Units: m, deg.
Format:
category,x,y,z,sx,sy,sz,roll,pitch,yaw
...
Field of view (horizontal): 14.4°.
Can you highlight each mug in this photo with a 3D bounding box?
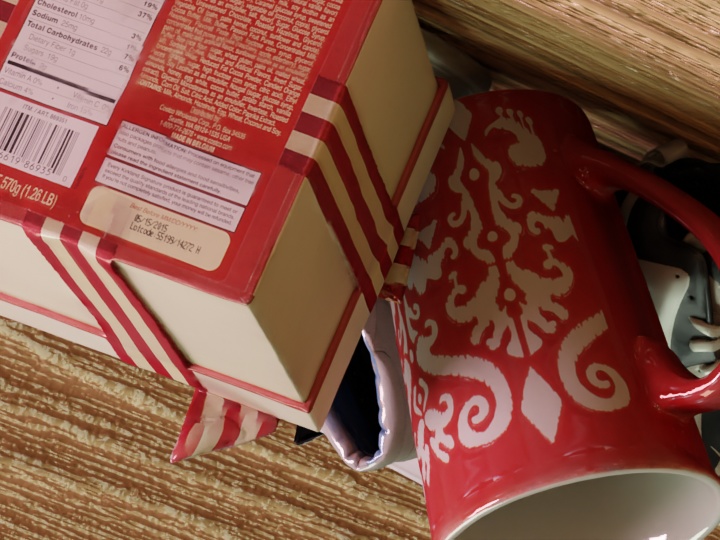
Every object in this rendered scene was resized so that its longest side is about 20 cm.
category,x,y,z,sx,sy,sz,roll,pitch,yaw
mug,0.096,0.024,1.284,0.176,0.201,0.134,-18,151,8

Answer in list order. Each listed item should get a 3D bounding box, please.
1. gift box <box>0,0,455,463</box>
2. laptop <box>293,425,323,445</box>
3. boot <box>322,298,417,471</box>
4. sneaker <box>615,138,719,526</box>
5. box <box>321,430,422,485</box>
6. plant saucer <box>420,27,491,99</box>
category,x,y,z,sx,sy,sz,roll,pitch,yaw
gift box,-0.081,-0.038,1.207,0.184,0.201,0.187,24,167,17
laptop,0.082,0.046,1.799,0.199,0.116,0.188,22,-140,-8
boot,0.000,0.000,1.436,0.073,0.201,0.095,-19,180,31
sneaker,0.175,0.026,1.327,0.079,0.200,0.130,-18,161,-24
box,0.102,0.042,1.558,0.199,0.131,0.199,25,-158,26
plant saucer,-0.037,-0.108,1.367,0.199,0.050,0.200,23,177,1
